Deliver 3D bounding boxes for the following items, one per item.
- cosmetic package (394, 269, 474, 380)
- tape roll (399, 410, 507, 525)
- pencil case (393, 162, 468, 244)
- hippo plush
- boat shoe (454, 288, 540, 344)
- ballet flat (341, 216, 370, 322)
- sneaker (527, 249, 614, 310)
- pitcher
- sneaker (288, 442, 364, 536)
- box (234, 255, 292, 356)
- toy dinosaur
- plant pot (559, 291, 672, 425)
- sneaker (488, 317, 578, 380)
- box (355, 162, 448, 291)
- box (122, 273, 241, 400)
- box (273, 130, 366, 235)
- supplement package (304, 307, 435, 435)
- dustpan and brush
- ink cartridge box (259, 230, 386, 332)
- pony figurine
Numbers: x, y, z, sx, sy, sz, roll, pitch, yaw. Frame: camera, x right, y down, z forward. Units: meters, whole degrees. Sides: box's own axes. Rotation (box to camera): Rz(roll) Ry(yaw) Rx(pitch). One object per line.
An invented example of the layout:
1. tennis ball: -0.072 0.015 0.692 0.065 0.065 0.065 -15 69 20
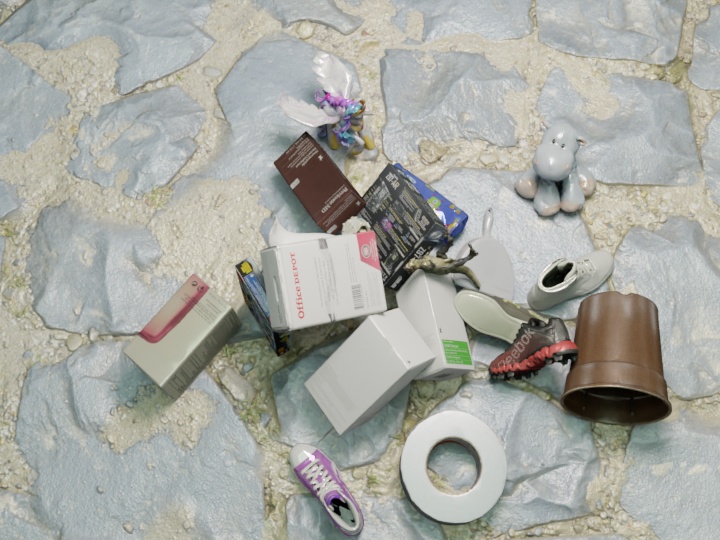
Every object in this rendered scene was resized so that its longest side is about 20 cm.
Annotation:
1. cosmetic package: 0.139 0.103 1.635 0.084 0.107 0.204 -24 69 36
2. tape roll: 0.171 0.366 1.579 0.196 0.066 0.204 0 71 0
3. pencil case: 0.124 -0.135 1.741 0.199 0.078 0.087 37 68 12
4. hippo plush: 0.416 -0.221 1.723 0.157 0.161 0.202 27 74 10
5. boat shoe: 0.272 0.089 1.656 0.199 0.073 0.061 28 29 -5
6. ballet flat: 0.000 0.000 1.602 0.070 0.072 0.204 -6 94 -2
7. sneaker: 0.427 0.006 1.672 0.198 0.116 0.074 -29 71 -10
8. pitcher: -0.104 -0.002 1.684 0.197 0.173 0.122 20 38 -10
9. sneaker: -0.061 0.391 1.548 0.072 0.115 0.201 -40 74 -11
10. box: -0.181 0.072 1.610 0.039 0.201 0.138 -29 72 -12
11. toy dinosaur: 0.168 -0.019 1.595 0.197 0.089 0.048 12 36 -32
12. plant pot: 0.479 0.160 1.588 0.196 0.201 0.202 10 63 4
13. sneaker: 0.317 0.146 1.602 0.070 0.199 0.100 7 64 -39
14. box: 0.063 -0.087 1.654 0.161 0.043 0.201 -50 47 18
15. box: -0.338 0.128 1.632 0.108 0.128 0.200 38 75 13
16. box: -0.084 -0.176 1.721 0.100 0.075 0.201 -42 58 8
17. supplement package: 0.018 0.184 1.564 0.200 0.119 0.122 -46 72 26
18. dustpan and brush: 0.255 -0.043 1.723 0.137 0.057 0.204 18 73 -14
19. ink cartridge box: -0.066 0.019 1.496 0.197 0.084 0.149 -9 90 -30
20. pony figurine: -0.051 -0.326 1.744 0.191 0.200 0.168 31 75 11
